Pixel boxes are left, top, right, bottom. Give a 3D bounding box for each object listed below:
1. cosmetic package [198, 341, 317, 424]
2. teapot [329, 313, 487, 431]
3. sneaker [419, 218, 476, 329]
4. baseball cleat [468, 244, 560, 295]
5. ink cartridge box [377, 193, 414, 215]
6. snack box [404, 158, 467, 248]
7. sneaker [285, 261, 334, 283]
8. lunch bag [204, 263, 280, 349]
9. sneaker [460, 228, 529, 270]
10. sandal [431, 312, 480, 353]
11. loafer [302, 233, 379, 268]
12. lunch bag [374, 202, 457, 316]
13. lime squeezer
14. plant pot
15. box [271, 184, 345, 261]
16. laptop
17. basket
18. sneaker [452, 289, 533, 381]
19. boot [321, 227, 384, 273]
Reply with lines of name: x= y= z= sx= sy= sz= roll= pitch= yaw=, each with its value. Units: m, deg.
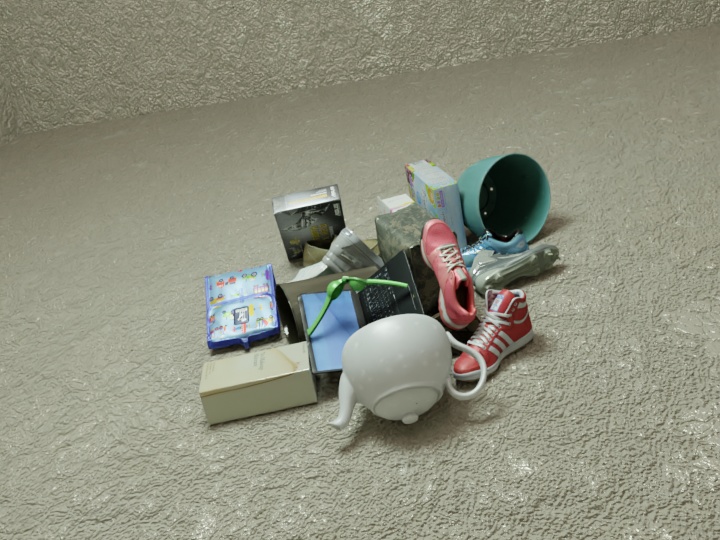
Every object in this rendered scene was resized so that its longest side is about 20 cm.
cosmetic package: x=-0.180 y=0.199 z=1.447 sx=0.196 sy=0.074 sz=0.104 roll=-13 pitch=25 yaw=-1
teapot: x=0.070 y=0.173 z=1.310 sx=0.195 sy=0.200 sz=0.148 roll=12 pitch=50 yaw=-39
sneaker: x=0.166 y=0.000 z=1.431 sx=0.073 sy=0.204 sz=0.087 roll=-15 pitch=-5 yaw=-17
baseball cleat: x=0.309 y=-0.021 z=1.670 sx=0.197 sy=0.071 sz=0.107 roll=-21 pitch=42 yaw=-19
ink cartridge box: x=0.103 y=-0.101 z=1.877 sx=0.066 sy=0.119 sz=0.200 roll=-15 pitch=26 yaw=-11
snack box: x=0.173 y=-0.147 z=1.883 sx=0.067 sy=0.171 sz=0.200 roll=-17 pitch=25 yaw=-11
sneaker: x=-0.091 y=0.006 z=1.802 sx=0.199 sy=0.072 sz=0.080 roll=-31 pitch=29 yaw=-33
lunch bag: x=-0.244 y=0.093 z=1.697 sx=0.148 sy=0.095 sz=0.201 roll=-11 pitch=38 yaw=-2
sneaker: x=0.261 y=-0.050 z=1.739 sx=0.196 sy=0.091 sz=0.079 roll=-10 pitch=25 yaw=7
sandal: x=0.127 y=0.127 z=1.481 sx=0.197 sy=0.083 sz=0.055 roll=-24 pitch=5 yaw=-9
loafer: x=-0.043 y=-0.048 z=1.892 sx=0.196 sy=0.068 sz=0.076 roll=-11 pitch=26 yaw=4
lunch bag: x=0.117 y=-0.003 z=1.583 sx=0.116 sy=0.203 sz=0.164 roll=-19 pitch=30 yaw=-17
lime squeezer: x=-0.017 y=0.040 z=1.439 sx=0.197 sy=0.038 sz=0.071 roll=-26 pitch=52 yaw=5
plant pot: x=0.303 y=-0.163 z=1.844 sx=0.198 sy=0.204 sz=0.160 roll=-23 pitch=16 yaw=-22
box: x=-0.113 y=-0.109 z=1.904 sx=0.155 sy=0.201 sz=0.049 roll=-12 pitch=58 yaw=-2
laptop: x=0.000 y=0.071 z=1.441 sx=0.199 sy=0.102 sz=0.179 roll=-40 pitch=47 yaw=28
basket: x=-0.051 y=0.070 z=1.591 sx=0.197 sy=0.138 sz=0.180 roll=-15 pitch=19 yaw=-16
sneaker: x=0.225 y=0.104 z=1.415 sx=0.199 sy=0.114 sz=0.071 roll=-31 pitch=31 yaw=-34
boot: x=0.000 y=0.000 z=1.699 sx=0.096 sy=0.200 sz=0.074 roll=-49 pitch=37 yaw=0
